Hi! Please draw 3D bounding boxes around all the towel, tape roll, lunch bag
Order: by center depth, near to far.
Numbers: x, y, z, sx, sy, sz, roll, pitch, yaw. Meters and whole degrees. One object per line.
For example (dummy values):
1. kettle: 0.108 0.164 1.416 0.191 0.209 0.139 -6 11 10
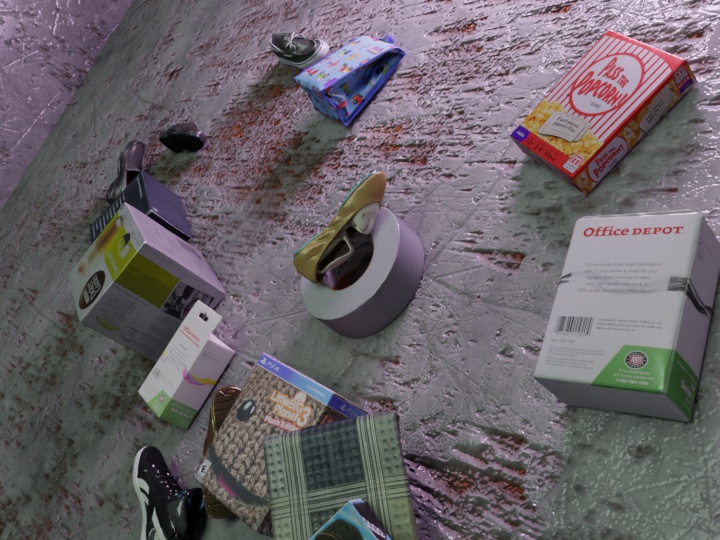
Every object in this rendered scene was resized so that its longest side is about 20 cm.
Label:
1. towel: -0.024 0.281 0.868 0.192 0.035 0.201 -16 68 20
2. tape roll: 0.000 0.000 1.132 0.200 0.066 0.201 -27 44 29
3. lunch bag: -0.013 -0.401 1.452 0.200 0.094 0.151 -44 35 -3

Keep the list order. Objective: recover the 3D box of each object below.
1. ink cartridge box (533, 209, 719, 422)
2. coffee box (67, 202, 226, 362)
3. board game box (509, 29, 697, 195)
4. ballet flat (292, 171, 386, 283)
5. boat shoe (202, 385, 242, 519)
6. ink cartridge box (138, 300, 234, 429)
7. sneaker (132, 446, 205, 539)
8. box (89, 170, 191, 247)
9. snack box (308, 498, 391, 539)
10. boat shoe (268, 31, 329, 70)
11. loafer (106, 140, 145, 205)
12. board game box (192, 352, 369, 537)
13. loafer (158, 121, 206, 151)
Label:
1. ink cartridge box: 0.289 0.045 0.783 0.146 0.084 0.201 1 62 46
2. coffee box: -0.425 0.028 1.436 0.198 0.200 0.200 -50 37 4
3. board game box: 0.320 -0.216 0.985 0.200 0.046 0.152 -47 38 7
4. ballet flat: -0.018 -0.060 1.108 0.200 0.069 0.063 -47 66 12
5. boat shoe: -0.208 0.284 1.133 0.068 0.072 0.201 123 150 -57
6. ink cartridge box: -0.302 0.165 1.310 0.117 0.067 0.201 25 81 52
7. sneaker: -0.296 0.353 1.165 0.112 0.073 0.201 -35 49 16
8. box: -0.508 -0.088 1.675 0.197 0.124 0.200 -45 38 12
9. snack box: 0.014 0.366 0.787 0.116 0.037 0.200 -45 66 10
10. boat shoe: -0.151 -0.511 1.680 0.200 0.071 0.072 18 74 50
11. loafer: -0.610 -0.259 1.954 0.072 0.073 0.201 -4 67 33
12. board game box: -0.109 0.244 1.012 0.159 0.097 0.201 19 76 43
13. loafer: -0.446 -0.351 1.862 0.199 0.073 0.073 13 66 48
